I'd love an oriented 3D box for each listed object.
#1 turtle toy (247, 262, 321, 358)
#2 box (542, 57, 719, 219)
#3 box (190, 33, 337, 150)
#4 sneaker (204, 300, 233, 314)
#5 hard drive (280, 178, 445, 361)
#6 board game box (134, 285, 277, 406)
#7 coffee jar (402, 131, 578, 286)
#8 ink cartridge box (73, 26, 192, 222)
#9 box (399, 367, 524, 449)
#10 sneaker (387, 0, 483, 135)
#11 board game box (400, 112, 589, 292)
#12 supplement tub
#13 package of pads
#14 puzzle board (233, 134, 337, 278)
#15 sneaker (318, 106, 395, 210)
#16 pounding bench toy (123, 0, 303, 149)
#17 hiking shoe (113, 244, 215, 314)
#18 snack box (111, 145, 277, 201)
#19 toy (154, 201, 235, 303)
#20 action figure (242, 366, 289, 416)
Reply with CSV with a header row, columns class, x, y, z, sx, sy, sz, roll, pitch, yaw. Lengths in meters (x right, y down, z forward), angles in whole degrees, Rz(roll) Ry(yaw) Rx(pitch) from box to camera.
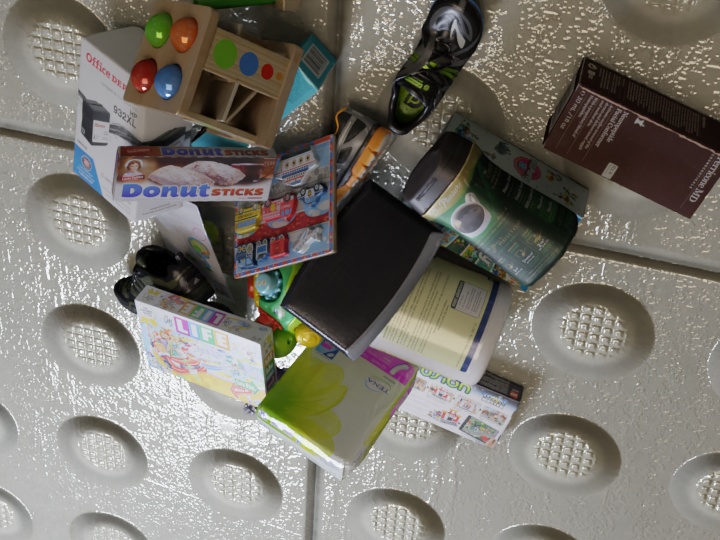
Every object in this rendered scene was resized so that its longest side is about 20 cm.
class,x,y,z,sx,sy,sz,roll,pitch,yaw
turtle toy,-0.102,0.037,1.671,0.101,0.146,0.201,0,128,-1
box,0.325,-0.154,1.440,0.199,0.075,0.100,24,129,-2
box,-0.122,-0.210,1.542,0.200,0.082,0.049,-32,110,34
sneaker,-0.224,0.111,1.806,0.087,0.075,0.200,16,145,18
hard drive,0.000,0.000,1.543,0.135,0.042,0.200,36,95,5
board game box,-0.211,0.107,1.694,0.199,0.034,0.135,17,136,20
coffee jar,0.153,-0.075,1.467,0.200,0.085,0.104,34,131,-8
ink cartridge box,-0.290,-0.188,1.567,0.145,0.084,0.201,38,132,32
box,0.124,0.177,1.780,0.199,0.035,0.110,24,130,1
sneaker,0.086,-0.238,1.449,0.071,0.083,0.200,27,129,-3
board game box,0.165,-0.084,1.553,0.199,0.064,0.148,28,130,-4
supplement tub,0.086,0.053,1.629,0.199,0.145,0.145,22,130,2
package of pads,-0.026,0.170,1.684,0.154,0.200,0.068,33,150,12
puzzle board,-0.101,-0.079,1.574,0.017,0.151,0.200,10,164,-42
sneaker,-0.033,-0.130,1.585,0.077,0.078,0.200,42,125,3
pounding bench toy,-0.166,-0.266,1.427,0.156,0.201,0.124,18,-179,-43
hiking shoe,-0.292,0.005,1.753,0.199,0.076,0.101,-2,121,43
snack box,-0.206,-0.120,1.529,0.199,0.024,0.072,-2,134,-22
toy,-0.231,-0.049,1.714,0.115,0.047,0.200,24,144,31
action figure,-0.117,0.164,1.799,0.200,0.130,0.069,33,166,-25
